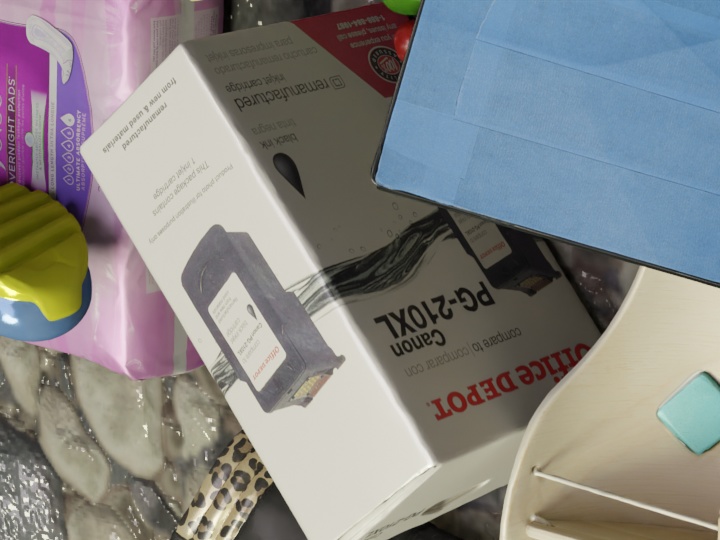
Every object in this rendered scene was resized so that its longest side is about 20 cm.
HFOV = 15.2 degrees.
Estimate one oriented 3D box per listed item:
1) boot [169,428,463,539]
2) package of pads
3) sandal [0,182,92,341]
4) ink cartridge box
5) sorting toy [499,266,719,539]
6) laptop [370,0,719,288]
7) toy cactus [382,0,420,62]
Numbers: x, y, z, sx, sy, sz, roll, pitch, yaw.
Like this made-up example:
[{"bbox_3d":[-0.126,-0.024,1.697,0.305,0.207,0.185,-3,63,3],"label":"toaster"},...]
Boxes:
[{"bbox_3d":[-0.025,0.177,1.227,0.150,0.073,0.201,36,118,26],"label":"boot"},{"bbox_3d":[-0.126,-0.057,1.248,0.120,0.076,0.201,13,109,35],"label":"package of pads"},{"bbox_3d":[-0.191,0.002,1.226,0.200,0.079,0.088,20,118,46],"label":"sandal"},{"bbox_3d":[0.000,0.000,1.113,0.084,0.144,0.201,-40,75,38],"label":"ink cartridge box"},{"bbox_3d":[0.170,0.044,1.022,0.199,0.107,0.181,14,103,36],"label":"sorting toy"},{"bbox_3d":[0.124,-0.096,0.907,0.200,0.186,0.116,120,163,-62],"label":"laptop"},{"bbox_3d":[0.090,-0.107,1.057,0.199,0.102,0.166,-18,99,32],"label":"toy cactus"}]
